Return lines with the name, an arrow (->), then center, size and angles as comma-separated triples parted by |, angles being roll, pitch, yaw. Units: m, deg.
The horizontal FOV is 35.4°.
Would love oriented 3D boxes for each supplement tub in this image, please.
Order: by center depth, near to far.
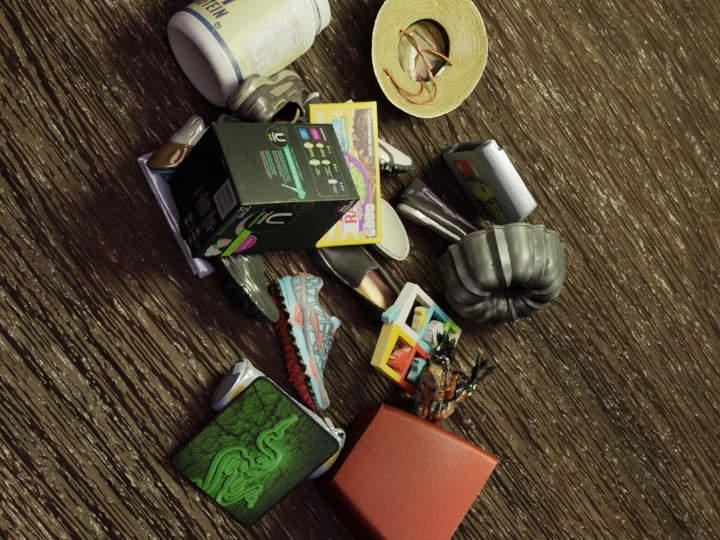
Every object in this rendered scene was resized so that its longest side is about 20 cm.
supplement tub -> -0.154, -0.339, 1.575 | 0.199, 0.145, 0.146 | -40, 102, -19

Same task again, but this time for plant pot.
plant pot -> 0.048, 0.301, 1.613 | 0.175, 0.200, 0.201 | 37, 74, -5

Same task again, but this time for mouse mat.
mouse mat -> -0.146, 0.254, 1.566 | 0.161, 0.008, 0.200 | 42, 108, -16

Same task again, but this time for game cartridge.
game cartridge -> 0.192, -0.129, 1.680 | 0.041, 0.200, 0.134 | -39, 101, -7

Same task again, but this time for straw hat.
straw hat -> 0.089, -0.330, 1.707 | 0.197, 0.085, 0.205 | -1, 92, -18

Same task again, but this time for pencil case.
pencil case -> -0.116, 0.210, 1.594 | 0.199, 0.090, 0.084 | 37, 49, -14

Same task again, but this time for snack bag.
snack bag -> -0.194, -0.119, 1.616 | 0.198, 0.021, 0.191 | -31, 100, -21

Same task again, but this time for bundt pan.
bundt pan -> 0.214, 0.016, 1.676 | 0.198, 0.202, 0.077 | 5, 57, -22

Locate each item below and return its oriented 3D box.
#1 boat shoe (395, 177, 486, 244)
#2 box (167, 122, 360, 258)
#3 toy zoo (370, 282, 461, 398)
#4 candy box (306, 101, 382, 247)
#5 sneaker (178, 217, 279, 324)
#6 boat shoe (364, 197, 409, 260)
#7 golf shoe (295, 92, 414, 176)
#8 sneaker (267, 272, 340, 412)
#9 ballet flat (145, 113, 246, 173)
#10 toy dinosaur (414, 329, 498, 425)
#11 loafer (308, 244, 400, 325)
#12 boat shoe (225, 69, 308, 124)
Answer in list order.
boat shoe -> 0.148, -0.072, 1.722 | 0.198, 0.067, 0.058 | 29, 83, -15
box -> -0.129, -0.108, 1.510 | 0.198, 0.148, 0.126 | -6, 67, -40
toy zoo -> 0.078, 0.105, 1.659 | 0.200, 0.020, 0.133 | 42, 69, -52
candy box -> -0.023, -0.137, 1.615 | 0.100, 0.026, 0.204 | -4, 96, -11
sneaker -> -0.165, -0.016, 1.578 | 0.091, 0.075, 0.202 | -42, 109, -29
boat shoe -> -0.006, -0.089, 1.681 | 0.200, 0.057, 0.067 | 45, 61, -19
golf shoe -> -0.002, -0.201, 1.668 | 0.197, 0.078, 0.096 | 18, 81, -22
sneaker -> -0.064, 0.101, 1.629 | 0.094, 0.079, 0.204 | -16, 94, -24
ballet flat -> -0.201, -0.179, 1.560 | 0.197, 0.068, 0.074 | -6, 115, -25
toy dinosaur -> 0.115, 0.170, 1.648 | 0.102, 0.200, 0.136 | 39, 66, 0
loafer -> 0.000, 0.000, 1.662 | 0.200, 0.072, 0.073 | 43, 74, -15
boat shoe -> -0.118, -0.225, 1.561 | 0.074, 0.200, 0.074 | -43, 85, 24
